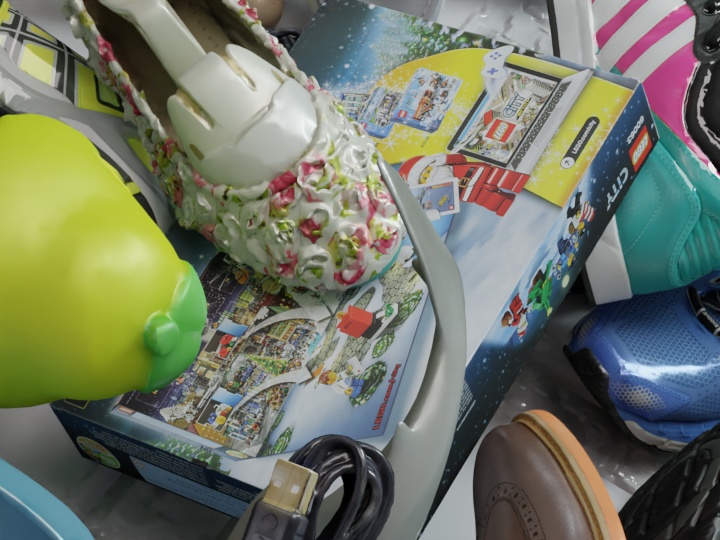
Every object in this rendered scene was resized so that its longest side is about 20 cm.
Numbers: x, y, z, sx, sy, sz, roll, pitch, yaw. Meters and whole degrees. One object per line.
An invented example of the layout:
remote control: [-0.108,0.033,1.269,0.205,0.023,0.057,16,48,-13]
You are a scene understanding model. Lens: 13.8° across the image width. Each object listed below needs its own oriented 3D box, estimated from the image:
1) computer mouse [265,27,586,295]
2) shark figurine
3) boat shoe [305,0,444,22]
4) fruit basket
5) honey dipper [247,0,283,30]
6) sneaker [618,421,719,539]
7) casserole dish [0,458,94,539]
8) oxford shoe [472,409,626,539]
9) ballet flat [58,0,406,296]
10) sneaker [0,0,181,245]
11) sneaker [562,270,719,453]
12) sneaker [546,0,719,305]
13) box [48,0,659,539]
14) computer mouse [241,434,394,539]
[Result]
computer mouse: [0.044,-0.044,1.189,0.200,0.053,0.139,11,45,-9]
shark figurine: [-0.027,0.080,0.937,0.089,0.214,0.128,25,23,-50]
boat shoe: [0.014,-0.175,1.199,0.072,0.200,0.069,-2,20,-19]
fruit basket: [-0.144,-0.023,0.991,0.216,0.216,0.156,14,46,-6]
honey dipper: [-0.113,-0.135,1.193,0.200,0.038,0.038,17,41,-33]
sneaker: [0.135,0.128,1.054,0.091,0.076,0.200,40,33,-17]
casserole dish: [-0.162,0.090,0.954,0.200,0.121,0.039,30,24,12]
oxford shoe: [0.048,0.127,0.971,0.073,0.071,0.200,4,48,-11]
ballet flat: [-0.058,-0.066,1.068,0.076,0.064,0.200,-40,52,-4]
sneaker: [-0.133,-0.060,1.145,0.200,0.075,0.076,45,30,20]
sneaker: [0.165,0.005,1.157,0.200,0.089,0.079,-19,60,-31]
sneaker: [0.134,-0.087,1.137,0.121,0.084,0.200,-8,65,8]
box: [0.000,0.000,1.065,0.137,0.038,0.200,19,63,30]
computer mouse: [0.054,0.123,0.907,0.200,0.044,0.110,16,82,-4]
